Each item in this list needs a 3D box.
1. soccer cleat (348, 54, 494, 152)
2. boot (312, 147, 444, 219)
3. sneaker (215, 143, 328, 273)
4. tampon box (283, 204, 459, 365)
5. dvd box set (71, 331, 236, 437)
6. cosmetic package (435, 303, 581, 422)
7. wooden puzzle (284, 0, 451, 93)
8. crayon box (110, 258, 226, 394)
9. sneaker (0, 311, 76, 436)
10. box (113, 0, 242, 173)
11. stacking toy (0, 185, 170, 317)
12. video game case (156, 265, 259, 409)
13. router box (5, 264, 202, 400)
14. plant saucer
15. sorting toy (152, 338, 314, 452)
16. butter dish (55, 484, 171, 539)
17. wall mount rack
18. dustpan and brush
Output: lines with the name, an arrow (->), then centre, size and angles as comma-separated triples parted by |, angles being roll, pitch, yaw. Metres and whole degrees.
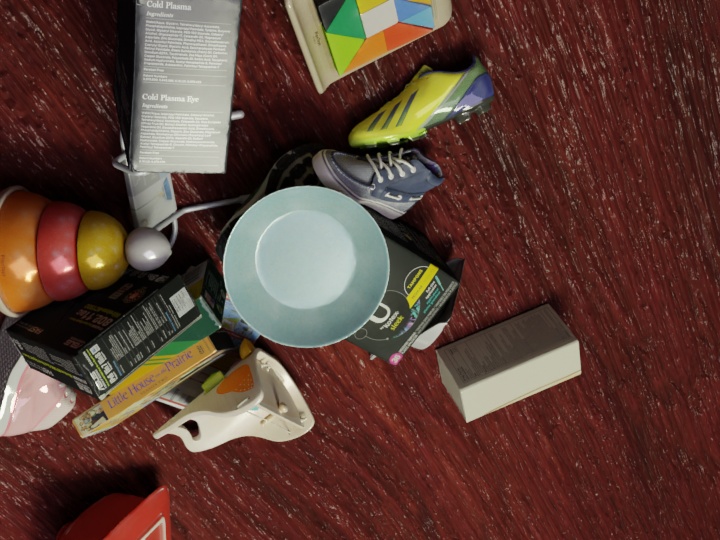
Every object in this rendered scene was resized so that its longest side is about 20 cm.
soccer cleat -> 0.072, -0.210, 1.217 | 0.197, 0.065, 0.085 | -21, 94, -1
boot -> 0.025, -0.127, 1.199 | 0.090, 0.074, 0.199 | -35, 157, 23
sneaker -> -0.113, -0.084, 1.209 | 0.200, 0.088, 0.077 | -46, 108, -14
tampon box -> 0.000, 0.000, 1.270 | 0.198, 0.127, 0.151 | 28, 107, -33
dvd box set -> -0.260, 0.143, 1.235 | 0.198, 0.146, 0.030 | -33, 86, -1
cosmetic package -> 0.226, 0.139, 1.469 | 0.197, 0.104, 0.074 | -21, 128, -7
wooden puzzle -> 0.019, -0.298, 1.094 | 0.198, 0.038, 0.186 | -31, 155, -3
crayon box -> -0.261, 0.075, 1.199 | 0.198, 0.127, 0.051 | -30, 111, 8
sneaker -> -0.405, 0.119, 1.221 | 0.103, 0.075, 0.203 | 8, 111, -43
box -> -0.195, -0.227, 0.996 | 0.102, 0.201, 0.185 | -2, 123, -19
stacking toy -> -0.310, -0.019, 1.084 | 0.195, 0.147, 0.148 | 2, 124, 5
video game case -> -0.222, 0.101, 1.314 | 0.142, 0.018, 0.201 | 25, 109, -33
router box -> -0.296, 0.060, 1.098 | 0.150, 0.198, 0.063 | -42, 120, -30
plant saucer -> -0.064, -0.008, 1.147 | 0.196, 0.039, 0.205 | -2, 112, -4
sorting toy -> -0.186, 0.193, 1.318 | 0.178, 0.108, 0.200 | -31, 155, 6
butter dish -> -0.375, 0.410, 1.381 | 0.200, 0.146, 0.203 | -41, 145, -49
wall mount rack -> -0.212, -0.108, 1.153 | 0.174, 0.074, 0.203 | -42, 141, -42
dustpan and brush -> 0.072, 0.076, 1.371 | 0.056, 0.141, 0.201 | 25, 132, -5
